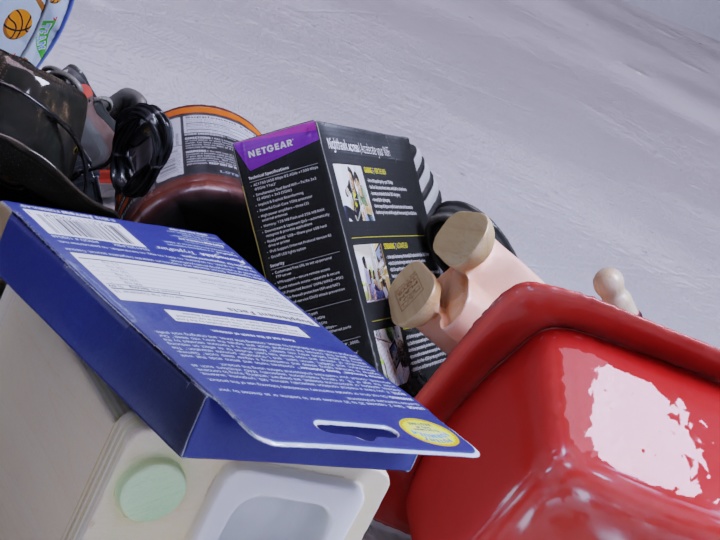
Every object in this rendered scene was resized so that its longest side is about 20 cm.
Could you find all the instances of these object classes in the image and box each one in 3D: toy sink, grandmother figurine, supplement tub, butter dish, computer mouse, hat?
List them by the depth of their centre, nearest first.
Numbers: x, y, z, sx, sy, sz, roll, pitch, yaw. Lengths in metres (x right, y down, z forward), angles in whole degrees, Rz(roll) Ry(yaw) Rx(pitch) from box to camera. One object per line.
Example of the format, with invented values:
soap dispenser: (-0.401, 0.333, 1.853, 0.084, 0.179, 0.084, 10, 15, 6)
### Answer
toy sink: (-0.076, 0.096, 0.772, 0.130, 0.112, 0.200, 14, 22, -34)
butter dish: (0.114, 0.132, 0.890, 0.198, 0.200, 0.148, 21, 41, -18)
grandmother figurine: (0.104, 0.056, 0.958, 0.200, 0.121, 0.061, 36, 21, -26)
hat: (-0.200, -0.080, 0.998, 0.200, 0.081, 0.201, 20, -15, 6)
computer mouse: (-0.148, -0.061, 1.050, 0.034, 0.059, 0.200, -17, 2, -33)
supplement tub: (-0.098, -0.037, 1.119, 0.106, 0.107, 0.200, 22, 18, -15)

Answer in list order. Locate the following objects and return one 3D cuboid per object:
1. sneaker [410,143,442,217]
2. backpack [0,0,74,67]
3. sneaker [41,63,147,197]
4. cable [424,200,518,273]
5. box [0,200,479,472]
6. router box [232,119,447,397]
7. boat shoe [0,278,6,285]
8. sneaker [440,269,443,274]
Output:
sneaker: (-0.029, -0.003, 1.163, 0.076, 0.115, 0.200, 64, 34, -20)
backpack: (-0.277, -0.195, 1.185, 0.190, 0.200, 0.154, 17, 24, -48)
sneaker: (-0.213, -0.099, 1.163, 0.077, 0.082, 0.200, 37, 20, 27)
cable: (0.099, 0.048, 1.070, 0.097, 0.050, 0.200, 9, -39, 42)
box: (-0.056, 0.033, 0.739, 0.121, 0.033, 0.200, 9, 19, -43)
router box: (0.000, 0.000, 1.000, 0.051, 0.150, 0.200, -14, -3, 15)
boat shoe: (-0.139, 0.018, 0.961, 0.199, 0.065, 0.072, 17, -14, 20)
sneaker: (0.069, 0.036, 1.216, 0.113, 0.076, 0.200, 11, 18, -40)
